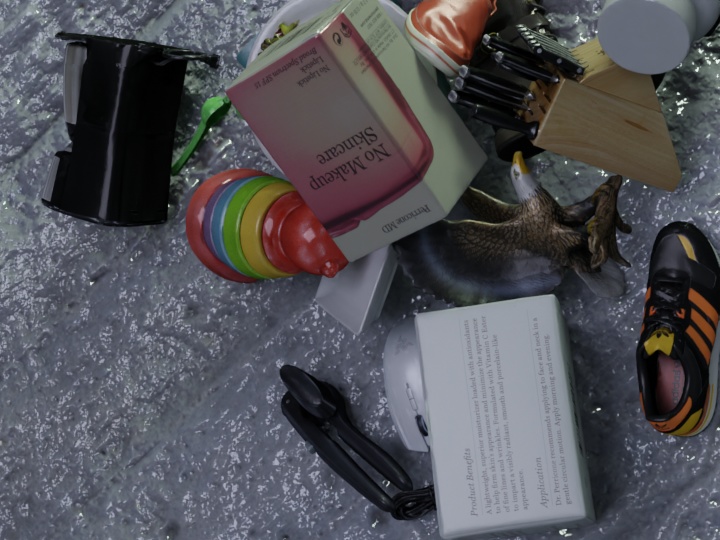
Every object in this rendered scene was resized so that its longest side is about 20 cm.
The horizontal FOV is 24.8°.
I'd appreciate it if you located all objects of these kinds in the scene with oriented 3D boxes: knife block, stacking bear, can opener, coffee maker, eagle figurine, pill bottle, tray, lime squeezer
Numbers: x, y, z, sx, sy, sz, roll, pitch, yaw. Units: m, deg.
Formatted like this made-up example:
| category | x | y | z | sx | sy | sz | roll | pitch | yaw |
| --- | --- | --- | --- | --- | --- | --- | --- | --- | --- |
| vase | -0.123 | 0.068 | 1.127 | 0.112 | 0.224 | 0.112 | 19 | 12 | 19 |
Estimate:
| category | x | y | z | sx | sy | sz | roll | pitch | yaw |
| --- | --- | --- | --- | --- | --- | --- | --- | --- | --- |
| knife block | 0.184 | -0.136 | 1.501 | 0.175 | 0.201 | 0.064 | -24 | 31 | 2 |
| stacking bear | -0.079 | -0.040 | 1.669 | 0.199 | 0.113 | 0.122 | 10 | 89 | 49 |
| can opener | -0.020 | 0.175 | 1.653 | 0.063 | 0.079 | 0.200 | -51 | 53 | 9 |
| coffee maker | -0.259 | -0.150 | 1.789 | 0.192 | 0.134 | 0.201 | 20 | 106 | 54 |
| eagle figurine | 0.150 | -0.041 | 1.552 | 0.199 | 0.152 | 0.152 | -11 | 78 | 27 |
| pill bottle | 0.273 | -0.268 | 1.447 | 0.110 | 0.111 | 0.200 | 1 | 45 | 29 |
| tray | 0.000 | 0.000 | 1.643 | 0.200 | 0.022 | 0.108 | -147 | 75 | -74 |
| lime squeezer | -0.135 | -0.161 | 1.793 | 0.199 | 0.038 | 0.071 | -13 | 78 | 26 |

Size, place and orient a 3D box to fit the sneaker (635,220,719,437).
| category | x | y | z | sx | sy | sz | roll | pitch | yaw |
| --- | --- | --- | --- | --- | --- | --- | --- | --- | --- |
| sneaker | 0.289 | 0.051 | 1.499 | 0.070 | 0.090 | 0.201 | -1 | 84 | 29 |

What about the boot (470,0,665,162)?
| category | x | y | z | sx | sy | sz | roll | pitch | yaw |
| --- | --- | --- | --- | --- | --- | --- | --- | --- | --- |
| boot | 0.184 | -0.217 | 1.608 | 0.199 | 0.069 | 0.175 | -24 | 65 | 17 |

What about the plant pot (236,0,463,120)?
| category | x | y | z | sx | sy | sz | roll | pitch | yaw |
| --- | --- | --- | --- | --- | --- | --- | --- | --- | --- |
| plant pot | 0.006 | -0.180 | 1.663 | 0.141 | 0.141 | 0.200 | -41 | 74 | 19 |

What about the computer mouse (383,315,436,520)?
| category | x | y | z | sx | sy | sz | roll | pitch | yaw |
| --- | --- | --- | --- | --- | --- | --- | --- | --- | --- |
| computer mouse | 0.060 | 0.142 | 1.643 | 0.109 | 0.044 | 0.201 | -21 | 74 | 27 |

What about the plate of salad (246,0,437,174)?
| category | x | y | z | sx | sy | sz | roll | pitch | yaw |
| --- | --- | --- | --- | --- | --- | --- | --- | --- | --- |
| plate of salad | -0.024 | -0.173 | 1.580 | 0.199 | 0.048 | 0.201 | 3 | 98 | 18 |

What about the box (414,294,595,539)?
| category | x | y | z | sx | sy | sz | roll | pitch | yaw |
| --- | --- | --- | --- | --- | --- | --- | --- | --- | --- |
| box | 0.135 | 0.141 | 1.499 | 0.130 | 0.200 | 0.200 | -8 | 79 | 9 |

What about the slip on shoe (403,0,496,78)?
| category | x | y | z | sx | sy | sz | roll | pitch | yaw |
| --- | --- | --- | --- | --- | --- | --- | --- | --- | --- |
| slip on shoe | 0.090 | -0.240 | 1.545 | 0.074 | 0.200 | 0.061 | 38 | 121 | -5 |

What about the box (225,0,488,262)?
| category | x | y | z | sx | sy | sz | roll | pitch | yaw |
| --- | --- | --- | --- | --- | --- | --- | --- | --- | --- |
| box | -0.003 | -0.130 | 1.480 | 0.128 | 0.109 | 0.200 | -26 | 107 | 38 |

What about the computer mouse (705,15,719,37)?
| category | x | y | z | sx | sy | sz | roll | pitch | yaw |
| --- | --- | --- | --- | --- | --- | --- | --- | --- | --- |
| computer mouse | 0.325 | -0.230 | 1.491 | 0.059 | 0.034 | 0.200 | -66 | 26 | 15 |
